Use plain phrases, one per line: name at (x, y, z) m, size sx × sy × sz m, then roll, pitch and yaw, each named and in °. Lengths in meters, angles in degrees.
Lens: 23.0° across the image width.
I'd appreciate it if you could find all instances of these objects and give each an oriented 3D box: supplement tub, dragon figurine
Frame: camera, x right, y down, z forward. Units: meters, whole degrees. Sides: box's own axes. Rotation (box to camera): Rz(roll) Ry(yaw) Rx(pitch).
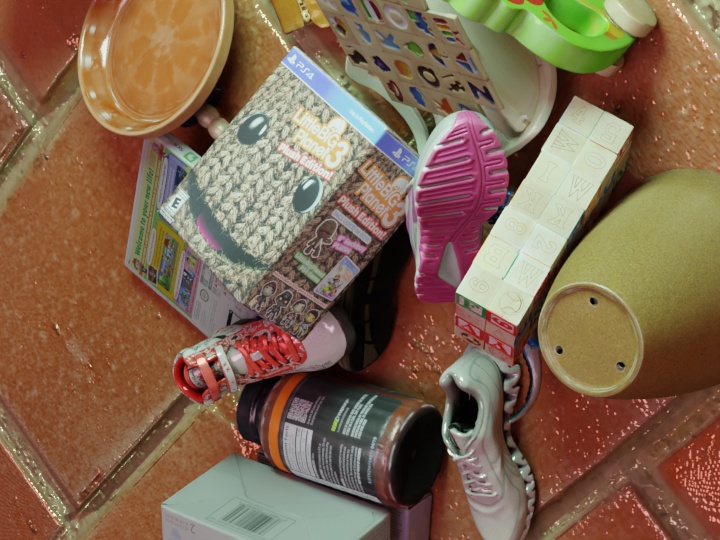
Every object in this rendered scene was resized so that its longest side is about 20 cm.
supplement tub at (-0.023, 0.156, 1.720) m, size 0.199 × 0.107 × 0.108 m, roll 14°, pitch 112°, yaw 33°
dragon figurine at (0.141, 0.028, 1.588) m, size 0.099 × 0.059 × 0.201 m, roll 23°, pitch 112°, yaw 31°

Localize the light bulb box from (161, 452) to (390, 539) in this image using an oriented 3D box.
light bulb box at (-0.081, 0.315, 1.725) m, size 0.197 × 0.125 × 0.201 m, roll 16°, pitch 119°, yaw 32°

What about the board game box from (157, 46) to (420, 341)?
board game box at (-0.057, -0.070, 1.599) m, size 0.200 × 0.097 × 0.159 m, roll -50°, pitch 49°, yaw 4°

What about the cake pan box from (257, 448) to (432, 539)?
cake pan box at (-0.020, 0.285, 1.792) m, size 0.199 × 0.052 × 0.185 m, roll 15°, pitch 115°, yaw 32°

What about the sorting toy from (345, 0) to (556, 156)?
sorting toy at (0.067, -0.177, 1.564) m, size 0.200 × 0.107 × 0.180 m, roll 49°, pitch 140°, yaw 0°

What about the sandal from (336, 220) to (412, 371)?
sandal at (-0.001, 0.001, 1.677) m, size 0.057 × 0.080 × 0.202 m, roll 34°, pitch 123°, yaw 39°

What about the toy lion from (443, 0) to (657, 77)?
toy lion at (0.124, -0.237, 1.437) m, size 0.200 × 0.191 × 0.069 m, roll 49°, pitch 126°, yaw 13°

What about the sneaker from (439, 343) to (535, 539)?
sneaker at (0.111, 0.169, 1.643) m, size 0.075 × 0.081 × 0.201 m, roll -2°, pitch 104°, yaw 34°

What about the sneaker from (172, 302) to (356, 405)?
sneaker at (-0.097, 0.084, 1.685) m, size 0.201 × 0.108 × 0.068 m, roll -11°, pitch 105°, yaw 51°

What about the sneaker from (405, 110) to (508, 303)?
sneaker at (0.074, -0.066, 1.523) m, size 0.201 × 0.081 × 0.089 m, roll 100°, pitch 164°, yaw -46°

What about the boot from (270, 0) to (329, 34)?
boot at (-0.019, -0.303, 1.608) m, size 0.201 × 0.071 × 0.145 m, roll -19°, pitch 98°, yaw 41°

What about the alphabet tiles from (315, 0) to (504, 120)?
alphabet tiles at (0.034, -0.191, 1.478) m, size 0.200 × 0.006 × 0.167 m, roll 24°, pitch 154°, yaw 48°

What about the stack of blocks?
stack of blocks at (0.153, -0.031, 1.481) m, size 0.058 × 0.115 × 0.201 m, roll 29°, pitch 75°, yaw 12°

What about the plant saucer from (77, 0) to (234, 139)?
plant saucer at (-0.198, -0.226, 1.737) m, size 0.199 × 0.032 × 0.202 m, roll -10°, pitch 74°, yaw 36°

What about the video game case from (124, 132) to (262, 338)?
video game case at (-0.160, -0.024, 1.784) m, size 0.182 × 0.022 × 0.201 m, roll 39°, pitch 140°, yaw 20°

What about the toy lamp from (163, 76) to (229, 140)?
toy lamp at (-0.122, -0.123, 1.738) m, size 0.200 × 0.058 × 0.058 m, roll 46°, pitch 125°, yaw 13°

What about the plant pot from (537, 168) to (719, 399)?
plant pot at (0.232, 0.031, 1.437) m, size 0.186 × 0.200 × 0.188 m, roll 12°, pitch 112°, yaw 32°
